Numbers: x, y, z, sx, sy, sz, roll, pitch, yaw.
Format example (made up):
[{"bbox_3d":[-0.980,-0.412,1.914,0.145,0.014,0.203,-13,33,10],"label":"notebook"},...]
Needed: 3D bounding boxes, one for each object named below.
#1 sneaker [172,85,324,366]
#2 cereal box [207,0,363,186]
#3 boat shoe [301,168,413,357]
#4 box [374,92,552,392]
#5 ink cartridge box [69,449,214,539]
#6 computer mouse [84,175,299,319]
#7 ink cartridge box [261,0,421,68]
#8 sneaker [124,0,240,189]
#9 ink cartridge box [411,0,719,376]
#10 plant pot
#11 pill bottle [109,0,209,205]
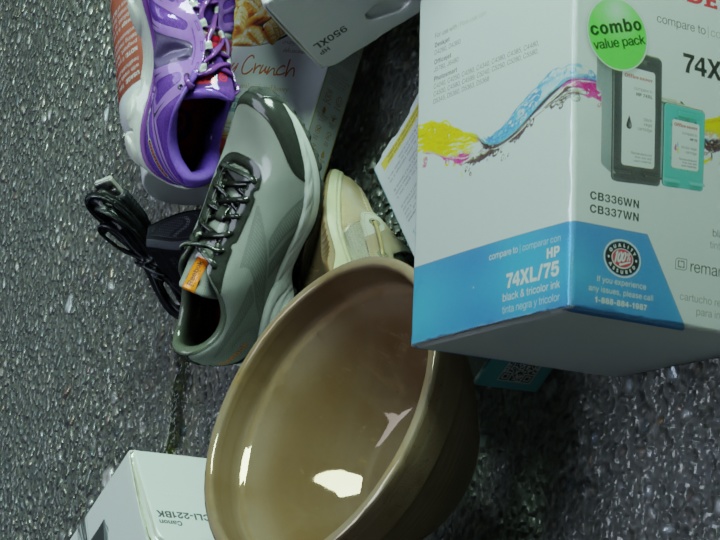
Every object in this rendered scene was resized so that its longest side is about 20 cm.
[{"bbox_3d":[-0.080,-0.024,1.388,0.074,0.079,0.201,27,115,42],"label":"sneaker"},{"bbox_3d":[-0.066,-0.155,1.483,0.144,0.040,0.200,7,75,37],"label":"cereal box"},{"bbox_3d":[0.000,0.000,1.392,0.200,0.065,0.072,-98,21,-59],"label":"boat shoe"},{"bbox_3d":[0.075,-0.025,1.287,0.082,0.049,0.200,-58,37,32],"label":"box"},{"bbox_3d":[-0.132,0.222,1.464,0.200,0.144,0.084,-54,40,36],"label":"ink cartridge box"},{"bbox_3d":[-0.109,-0.014,1.544,0.200,0.139,0.053,10,52,50],"label":"computer mouse"},{"bbox_3d":[-0.012,-0.258,1.411,0.144,0.084,0.200,-32,50,14],"label":"ink cartridge box"},{"bbox_3d":[-0.106,-0.151,1.400,0.083,0.081,0.200,29,122,52],"label":"sneaker"},{"bbox_3d":[0.127,-0.057,1.118,0.146,0.146,0.200,-17,68,56],"label":"ink cartridge box"},{"bbox_3d":[0.005,0.100,1.233,0.201,0.093,0.201,-34,40,34],"label":"plant pot"},{"bbox_3d":[-0.134,-0.157,1.604,0.112,0.112,0.200,-39,50,48],"label":"pill bottle"}]
